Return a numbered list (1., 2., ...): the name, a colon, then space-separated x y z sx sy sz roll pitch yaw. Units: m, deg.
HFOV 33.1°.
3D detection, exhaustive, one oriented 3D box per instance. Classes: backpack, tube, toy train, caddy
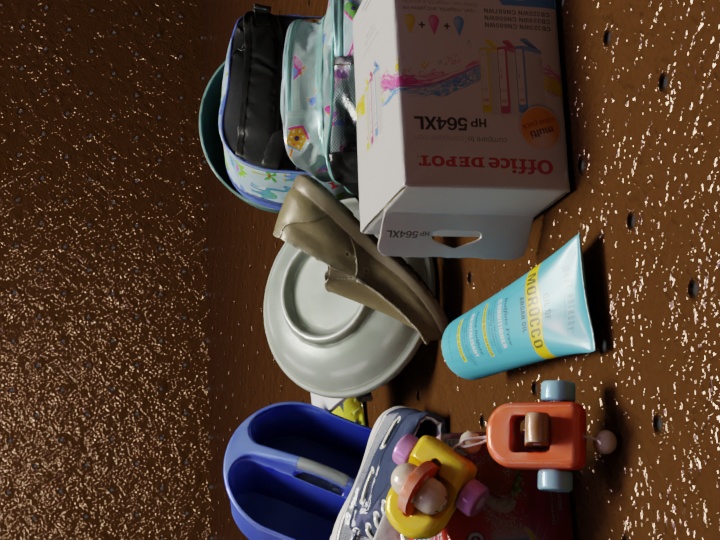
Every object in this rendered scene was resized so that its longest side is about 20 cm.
1. backpack: -0.061 -0.160 1.305 0.148 0.180 0.202 94 -177 -61
2. tube: 0.118 0.038 0.873 0.200 0.050 0.079 141 121 -66
3. toy train: 0.078 0.165 0.761 0.056 0.148 0.203 29 -114 -61
4. backpack: 0.015 -0.165 1.053 0.176 0.151 0.203 20 -103 -74
5. caddy: -0.042 0.217 1.217 0.105 0.198 0.143 105 -173 -60

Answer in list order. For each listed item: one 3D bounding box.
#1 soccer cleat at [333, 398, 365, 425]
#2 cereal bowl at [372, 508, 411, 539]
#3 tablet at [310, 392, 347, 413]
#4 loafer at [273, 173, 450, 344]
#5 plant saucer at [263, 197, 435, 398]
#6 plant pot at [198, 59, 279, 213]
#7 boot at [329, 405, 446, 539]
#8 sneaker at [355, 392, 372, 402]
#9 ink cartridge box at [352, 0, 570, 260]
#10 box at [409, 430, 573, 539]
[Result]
1. soccer cleat: -0.019 0.162 1.441 0.083 0.064 0.203 8 87 35
2. cereal bowl: 0.050 0.246 0.979 0.200 0.082 0.203 20 -90 -80
3. tablet: -0.039 0.046 1.266 0.130 0.013 0.203 133 134 -60
4. loafer: 0.000 0.000 1.095 0.067 0.200 0.076 -45 6 5
5. plant saucer: -0.023 0.021 1.183 0.050 0.198 0.203 24 -123 -55
6. plant pot: -0.091 -0.162 1.473 0.161 0.197 0.204 114 156 -83
7. boot: 0.025 0.225 1.126 0.090 0.072 0.203 164 121 -72
8. sneaker: 0.009 0.053 1.267 0.130 0.078 0.201 -114 34 -45
9. ink cartridge box: 0.071 -0.113 0.891 0.125 0.127 0.203 135 134 -71
10. box: 0.092 0.219 0.847 0.100 0.094 0.203 130 139 -68
